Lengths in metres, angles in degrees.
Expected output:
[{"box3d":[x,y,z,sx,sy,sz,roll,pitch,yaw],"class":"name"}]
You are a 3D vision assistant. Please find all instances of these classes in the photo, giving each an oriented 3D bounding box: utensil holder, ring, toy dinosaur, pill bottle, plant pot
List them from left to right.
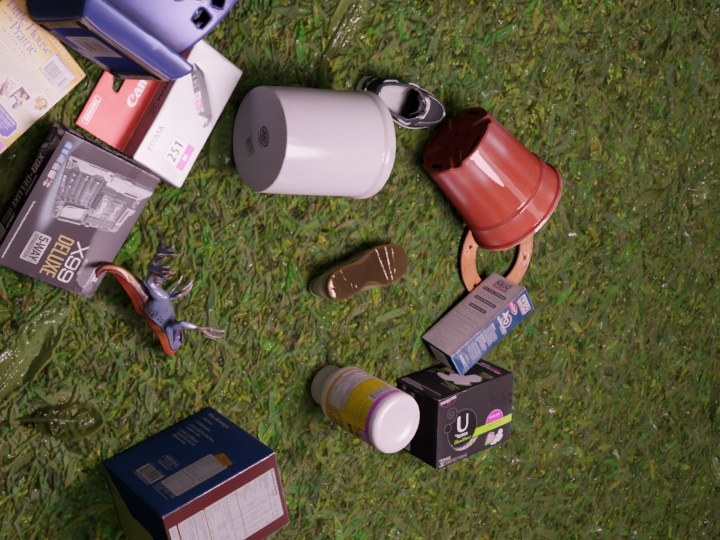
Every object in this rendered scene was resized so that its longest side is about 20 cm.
[{"box3d":[-0.294,-0.355,1.288,0.199,0.199,0.181,32,78,-42],"class":"plant pot"},{"box3d":[-0.302,0.051,1.497,0.198,0.105,0.183,3,126,-21],"class":"toy dinosaur"},{"box3d":[-0.072,-0.198,1.558,0.198,0.169,0.172,-2,105,-39],"class":"utensil holder"},{"box3d":[0.002,0.229,1.734,0.104,0.199,0.105,-14,113,-36],"class":"pill bottle"},{"box3d":[0.224,-0.174,1.813,0.195,0.200,0.202,42,76,-31],"class":"plant pot"},{"box3d":[0.266,-0.037,1.996,0.199,0.019,0.203,-15,114,-36],"class":"ring"}]

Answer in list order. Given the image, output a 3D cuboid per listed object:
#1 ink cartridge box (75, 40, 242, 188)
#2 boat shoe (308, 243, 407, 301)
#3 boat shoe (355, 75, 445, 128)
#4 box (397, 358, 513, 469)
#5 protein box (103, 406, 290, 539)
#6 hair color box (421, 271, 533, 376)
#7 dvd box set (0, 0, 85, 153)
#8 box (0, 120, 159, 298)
[{"box3d":[-0.283,-0.247,1.447,0.173,0.043,0.201,33,82,-43],"class":"ink cartridge box"},{"box3d":[0.000,0.003,1.765,0.200,0.063,0.074,-27,108,-39],"class":"boat shoe"},{"box3d":[0.081,-0.282,1.731,0.199,0.060,0.076,3,102,-41],"class":"boat shoe"},{"box3d":[0.182,0.268,1.953,0.199,0.124,0.150,-14,113,-35],"class":"box"},{"box3d":[-0.251,0.341,1.557,0.199,0.198,0.136,-25,119,-32],"class":"protein box"},{"box3d":[0.224,0.100,1.934,0.200,0.100,0.061,-41,127,-14],"class":"hair color box"},{"box3d":[-0.470,-0.242,1.296,0.200,0.029,0.147,-48,128,-17],"class":"dvd box set"},{"box3d":[-0.391,-0.078,1.381,0.157,0.050,0.201,28,97,-42],"class":"box"}]
